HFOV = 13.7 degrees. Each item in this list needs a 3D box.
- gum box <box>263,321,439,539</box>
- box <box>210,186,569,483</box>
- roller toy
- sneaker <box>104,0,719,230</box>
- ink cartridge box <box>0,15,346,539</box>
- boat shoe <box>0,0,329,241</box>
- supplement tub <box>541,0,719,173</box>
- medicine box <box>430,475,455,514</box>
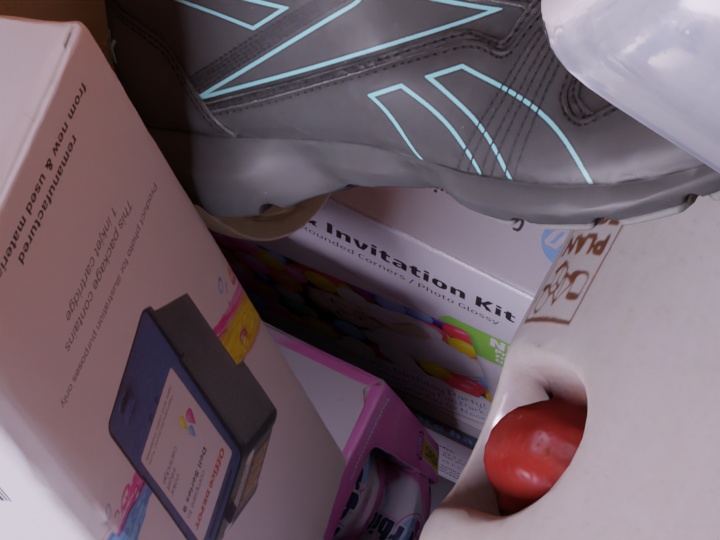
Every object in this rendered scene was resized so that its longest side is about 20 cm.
[{"bbox_3d":[-0.074,0.034,0.895,0.199,0.066,0.114,25,174,14],"label":"gum box"},{"bbox_3d":[0.000,0.000,0.900,0.155,0.041,0.200,27,161,8],"label":"box"},{"bbox_3d":[0.116,0.056,0.712,0.182,0.140,0.200,23,171,32],"label":"roller toy"},{"bbox_3d":[0.023,-0.056,0.661,0.199,0.075,0.080,-1,117,30],"label":"sneaker"},{"bbox_3d":[-0.106,0.023,0.724,0.145,0.088,0.200,8,149,25],"label":"ink cartridge box"},{"bbox_3d":[-0.085,-0.084,0.746,0.199,0.075,0.066,42,161,-30],"label":"boat shoe"},{"bbox_3d":[0.139,-0.034,0.469,0.200,0.123,0.123,31,162,-9],"label":"supplement tub"},{"bbox_3d":[-0.073,0.103,1.054,0.199,0.183,0.103,26,162,8],"label":"medicine box"}]
